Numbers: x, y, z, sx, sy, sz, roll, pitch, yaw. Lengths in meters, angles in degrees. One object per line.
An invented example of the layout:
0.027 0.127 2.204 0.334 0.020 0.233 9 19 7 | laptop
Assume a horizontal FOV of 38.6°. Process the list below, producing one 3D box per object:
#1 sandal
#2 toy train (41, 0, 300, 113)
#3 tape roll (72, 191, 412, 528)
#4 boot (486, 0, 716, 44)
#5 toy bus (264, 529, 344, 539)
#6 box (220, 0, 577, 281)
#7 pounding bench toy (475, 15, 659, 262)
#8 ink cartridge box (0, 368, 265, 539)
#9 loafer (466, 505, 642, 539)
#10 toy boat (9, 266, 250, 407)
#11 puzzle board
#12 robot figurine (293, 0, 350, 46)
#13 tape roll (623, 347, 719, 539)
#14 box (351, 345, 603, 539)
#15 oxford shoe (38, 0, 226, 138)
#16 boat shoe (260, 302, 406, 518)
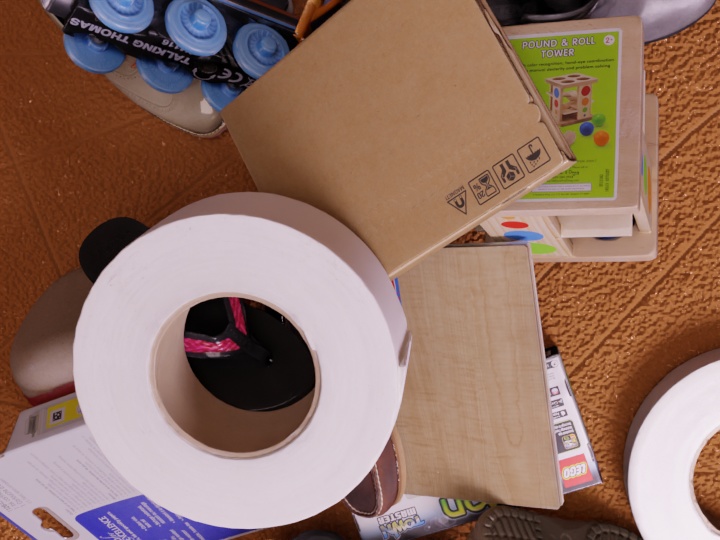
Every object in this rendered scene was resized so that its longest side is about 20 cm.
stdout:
-0.119 0.028 0.709 0.200 0.045 0.075 37 67 14 | sandal
-0.129 -0.191 0.747 0.199 0.087 0.115 14 64 -29 | toy train
-0.071 0.055 0.640 0.202 0.071 0.203 2 104 6 | tape roll
0.161 -0.188 0.716 0.199 0.132 0.070 -12 96 10 | boot
-0.007 0.314 0.770 0.199 0.192 0.136 10 121 8 | toy bus
0.014 -0.087 0.651 0.200 0.021 0.164 -33 79 31 | box
0.103 -0.080 0.725 0.199 0.156 0.125 0 77 20 | pounding bench toy
-0.174 0.161 0.805 0.199 0.047 0.198 -17 136 11 | ink cartridge box
0.157 0.233 0.791 0.200 0.076 0.067 25 134 -21 | loafer
-0.172 0.063 0.820 0.199 0.131 0.131 -16 125 10 | toy boat
0.067 0.077 0.758 0.150 0.017 0.201 -1 107 30 | puzzle board
0.020 -0.211 0.735 0.058 0.145 0.200 34 92 8 | robot figurine
0.306 0.158 0.793 0.202 0.037 0.204 1 99 8 | tape roll
0.080 0.144 0.824 0.199 0.035 0.110 -19 95 10 | box
-0.185 -0.174 0.797 0.200 0.074 0.071 39 102 1 | oxford shoe
-0.025 0.099 0.769 0.070 0.070 0.201 -13 101 37 | boat shoe
